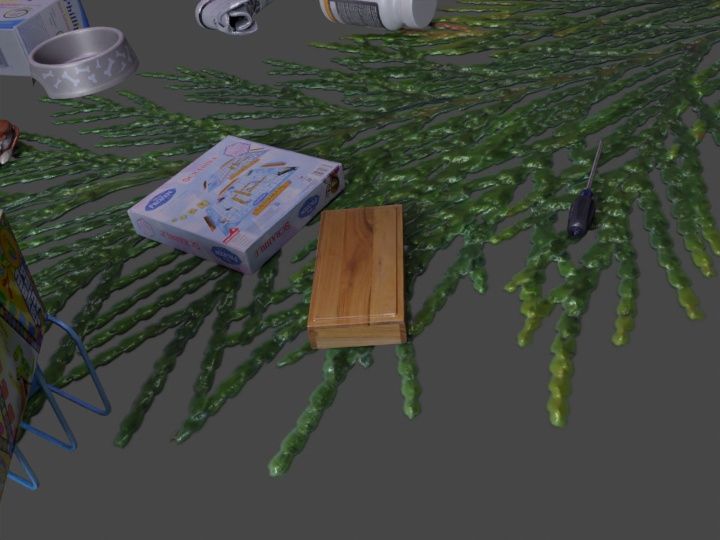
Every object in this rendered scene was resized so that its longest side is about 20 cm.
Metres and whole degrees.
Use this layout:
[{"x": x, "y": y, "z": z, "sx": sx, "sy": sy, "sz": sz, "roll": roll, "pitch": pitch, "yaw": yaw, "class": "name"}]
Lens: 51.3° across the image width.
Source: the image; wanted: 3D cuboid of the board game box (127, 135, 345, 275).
[{"x": -0.156, "y": -0.092, "z": 0.963, "sx": 0.199, "sy": 0.041, "sz": 0.200, "roll": 19, "pitch": 47, "yaw": 30, "class": "board game box"}]

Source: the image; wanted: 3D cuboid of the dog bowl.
[{"x": -0.515, "y": -0.389, "z": 1.383, "sx": 0.199, "sy": 0.059, "sz": 0.200, "roll": -5, "pitch": 39, "yaw": 4, "class": "dog bowl"}]

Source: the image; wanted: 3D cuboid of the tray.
[{"x": 0.000, "y": 0.000, "z": 0.826, "sx": 0.098, "sy": 0.037, "sz": 0.200, "roll": -4, "pitch": 38, "yaw": 6, "class": "tray"}]

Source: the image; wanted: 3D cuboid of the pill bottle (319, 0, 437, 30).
[{"x": 0.032, "y": -0.502, "z": 1.367, "sx": 0.199, "sy": 0.117, "sz": 0.116, "roll": 19, "pitch": 47, "yaw": 29, "class": "pill bottle"}]

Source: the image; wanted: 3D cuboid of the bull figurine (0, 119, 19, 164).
[{"x": -0.628, "y": -0.183, "z": 1.151, "sx": 0.199, "sy": 0.065, "sz": 0.122, "roll": -18, "pitch": 44, "yaw": -7, "class": "bull figurine"}]

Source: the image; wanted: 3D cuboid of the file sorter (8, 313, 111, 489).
[{"x": -0.337, "y": 0.136, "z": 0.650, "sx": 0.122, "sy": 0.139, "sz": 0.200, "roll": 17, "pitch": 46, "yaw": 23, "class": "file sorter"}]

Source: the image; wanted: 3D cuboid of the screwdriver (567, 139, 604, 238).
[{"x": 0.278, "y": -0.103, "z": 0.908, "sx": 0.028, "sy": 0.029, "sz": 0.200, "roll": 9, "pitch": 39, "yaw": 21, "class": "screwdriver"}]

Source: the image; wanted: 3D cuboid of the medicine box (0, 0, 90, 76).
[{"x": -0.674, "y": -0.475, "z": 1.483, "sx": 0.181, "sy": 0.103, "sz": 0.200, "roll": 6, "pitch": 42, "yaw": 18, "class": "medicine box"}]

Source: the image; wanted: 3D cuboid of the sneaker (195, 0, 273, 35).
[{"x": -0.217, "y": -0.521, "z": 1.475, "sx": 0.200, "sy": 0.075, "sz": 0.115, "roll": -32, "pitch": 45, "yaw": -19, "class": "sneaker"}]

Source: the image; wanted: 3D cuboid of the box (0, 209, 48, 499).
[{"x": -0.357, "y": 0.069, "z": 0.535, "sx": 0.199, "sy": 0.122, "sz": 0.193, "roll": -6, "pitch": 42, "yaw": -5, "class": "box"}]
